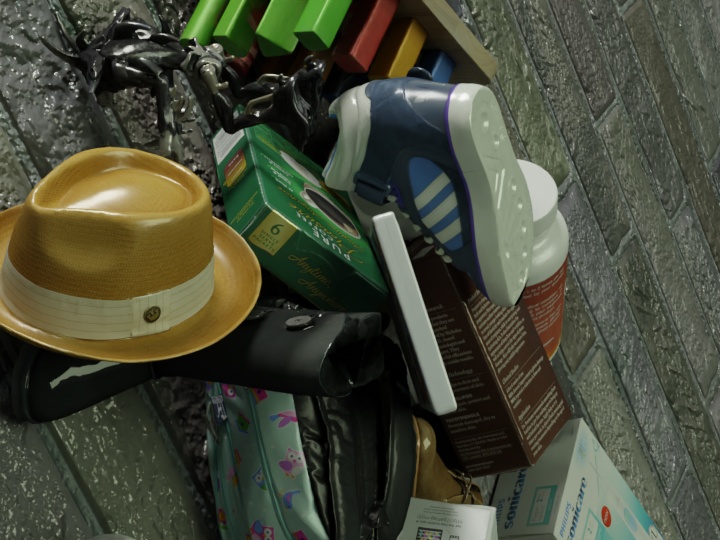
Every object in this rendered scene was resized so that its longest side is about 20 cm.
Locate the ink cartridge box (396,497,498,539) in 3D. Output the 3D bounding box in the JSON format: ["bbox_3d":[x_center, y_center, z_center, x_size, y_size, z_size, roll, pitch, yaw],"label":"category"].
[{"bbox_3d":[0.059,0.306,1.216,0.200,0.084,0.176,80,20,-49],"label":"ink cartridge box"}]

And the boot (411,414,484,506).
[{"bbox_3d":[0.065,0.175,1.272,0.200,0.075,0.074,82,5,-56],"label":"boot"}]

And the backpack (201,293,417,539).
[{"bbox_3d":[-0.042,0.128,1.161,0.167,0.127,0.200,8,69,-54],"label":"backpack"}]

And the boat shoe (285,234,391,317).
[{"bbox_3d":[0.000,0.000,1.322,0.200,0.071,0.063,10,63,-55],"label":"boat shoe"}]

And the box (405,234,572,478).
[{"bbox_3d":[0.097,0.063,1.306,0.100,0.075,0.200,-39,110,-55],"label":"box"}]

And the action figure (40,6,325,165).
[{"bbox_3d":[-0.131,-0.127,1.123,0.119,0.200,0.102,-79,180,-58],"label":"action figure"}]

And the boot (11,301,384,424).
[{"bbox_3d":[-0.104,0.062,1.016,0.165,0.200,0.066,-43,136,-53],"label":"boot"}]

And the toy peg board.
[{"bbox_3d":[-0.032,-0.181,1.243,0.199,0.200,0.098,43,63,-41],"label":"toy peg board"}]

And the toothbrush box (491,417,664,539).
[{"bbox_3d":[0.214,0.267,1.534,0.200,0.085,0.146,53,40,-29],"label":"toothbrush box"}]

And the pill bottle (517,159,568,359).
[{"bbox_3d":[0.133,-0.002,1.411,0.200,0.112,0.112,87,17,-48],"label":"pill bottle"}]

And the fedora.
[{"bbox_3d":[-0.157,-0.023,0.987,0.201,0.200,0.082,-45,153,-53],"label":"fedora"}]

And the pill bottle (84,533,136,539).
[{"bbox_3d":[-0.123,0.269,0.998,0.200,0.120,0.120,48,43,-36],"label":"pill bottle"}]

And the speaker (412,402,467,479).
[{"bbox_3d":[0.110,0.144,1.427,0.200,0.081,0.081,-9,86,-57],"label":"speaker"}]

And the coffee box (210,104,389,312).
[{"bbox_3d":[-0.051,-0.044,1.175,0.123,0.044,0.200,37,15,-26],"label":"coffee box"}]

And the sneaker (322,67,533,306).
[{"bbox_3d":[0.046,-0.061,1.204,0.081,0.146,0.200,-58,140,-43],"label":"sneaker"}]

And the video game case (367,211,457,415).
[{"bbox_3d":[0.036,0.035,1.147,0.200,0.018,0.143,99,-26,-87],"label":"video game case"}]

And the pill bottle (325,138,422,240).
[{"bbox_3d":[0.044,-0.105,1.371,0.109,0.109,0.200,67,21,-14],"label":"pill bottle"}]
